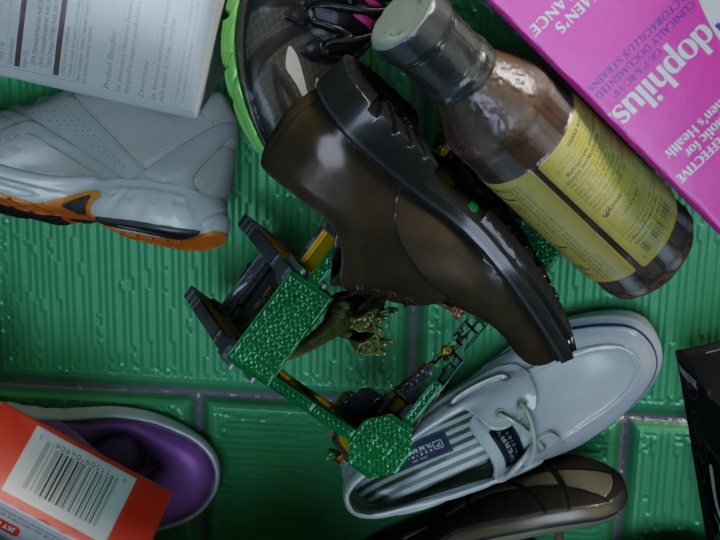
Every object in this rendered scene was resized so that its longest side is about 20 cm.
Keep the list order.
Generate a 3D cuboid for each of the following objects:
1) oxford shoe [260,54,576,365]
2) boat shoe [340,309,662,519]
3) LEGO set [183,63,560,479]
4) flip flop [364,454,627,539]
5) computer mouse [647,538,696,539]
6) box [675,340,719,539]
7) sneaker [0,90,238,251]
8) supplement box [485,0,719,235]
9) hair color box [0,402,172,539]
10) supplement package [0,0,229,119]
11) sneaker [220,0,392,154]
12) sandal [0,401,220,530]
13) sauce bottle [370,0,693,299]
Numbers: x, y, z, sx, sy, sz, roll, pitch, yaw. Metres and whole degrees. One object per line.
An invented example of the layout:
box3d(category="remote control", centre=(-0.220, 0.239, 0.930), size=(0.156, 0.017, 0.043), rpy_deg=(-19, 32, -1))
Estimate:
box3d(category="oxford shoe", centre=(0.029, -0.013, 0.875), size=(0.084, 0.073, 0.200), rpy_deg=(-41, 113, 15))
box3d(category="boat shoe", centre=(0.080, 0.091, 0.999), size=(0.200, 0.067, 0.074), rpy_deg=(-30, 106, 15))
box3d(category="LEGO set", centre=(0.000, 0.000, 0.966), size=(0.154, 0.116, 0.200), rpy_deg=(26, 99, -25))
box3d(category="flip flop", centre=(0.067, 0.164, 1.021), size=(0.200, 0.081, 0.058), rpy_deg=(-29, 100, 19))
box3d(category="computer mouse", centre=(0.229, 0.188, 1.045), size=(0.200, 0.034, 0.059), rpy_deg=(2, 84, 0))
box3d(category="box", centre=(0.257, 0.126, 0.915), size=(0.124, 0.200, 0.149), rpy_deg=(-13, 109, -2))
box3d(category="sneaker", centre=(-0.156, -0.072, 0.968), size=(0.200, 0.076, 0.092), rpy_deg=(12, 82, 12))
box3d(category="supplement box", centre=(0.147, -0.121, 0.888), size=(0.200, 0.103, 0.101), rpy_deg=(43, 100, -12))
box3d(category="hair color box", centre=(-0.197, 0.174, 1.022), size=(0.111, 0.064, 0.200), rpy_deg=(29, 136, -6))
box3d(category="supplement package", centre=(-0.161, -0.163, 0.900), size=(0.200, 0.114, 0.110), rpy_deg=(13, 113, 0))
box3d(category="sneaker", centre=(-0.010, -0.142, 0.877), size=(0.084, 0.077, 0.200), rpy_deg=(13, 91, 35))
box3d(category="sandal", centre=(-0.185, 0.120, 1.044), size=(0.202, 0.050, 0.083), rpy_deg=(8, 112, 2))
box3d(category="sauce bottle", centre=(0.085, -0.064, 0.873), size=(0.065, 0.065, 0.200), rpy_deg=(-38, 123, 17))
